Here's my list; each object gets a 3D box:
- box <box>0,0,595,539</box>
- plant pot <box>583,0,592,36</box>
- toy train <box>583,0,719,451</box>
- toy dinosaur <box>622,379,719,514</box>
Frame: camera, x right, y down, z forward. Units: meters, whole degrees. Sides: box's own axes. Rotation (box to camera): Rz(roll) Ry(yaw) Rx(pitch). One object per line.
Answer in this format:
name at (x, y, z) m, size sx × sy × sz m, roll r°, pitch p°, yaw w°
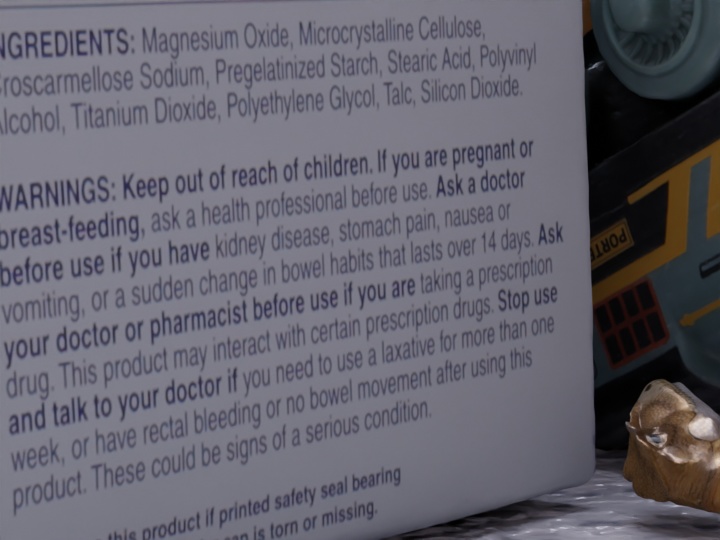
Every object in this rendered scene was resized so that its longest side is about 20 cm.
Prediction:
box at (-0.048, -0.041, 0.523) m, size 0.105 × 0.200 × 0.184 m, roll 3°, pitch 8°, yaw 42°
plant pot at (0.025, -0.117, 0.713) m, size 0.200 × 0.183 × 0.200 m, roll 2°, pitch 24°, yaw -1°
toy train at (0.103, -0.034, 0.590) m, size 0.085 × 0.114 × 0.200 m, roll -7°, pitch -17°, yaw -41°
toy dinosaur at (0.138, 0.040, 0.484) m, size 0.106 × 0.060 × 0.200 m, roll -21°, pitch 7°, yaw -35°
